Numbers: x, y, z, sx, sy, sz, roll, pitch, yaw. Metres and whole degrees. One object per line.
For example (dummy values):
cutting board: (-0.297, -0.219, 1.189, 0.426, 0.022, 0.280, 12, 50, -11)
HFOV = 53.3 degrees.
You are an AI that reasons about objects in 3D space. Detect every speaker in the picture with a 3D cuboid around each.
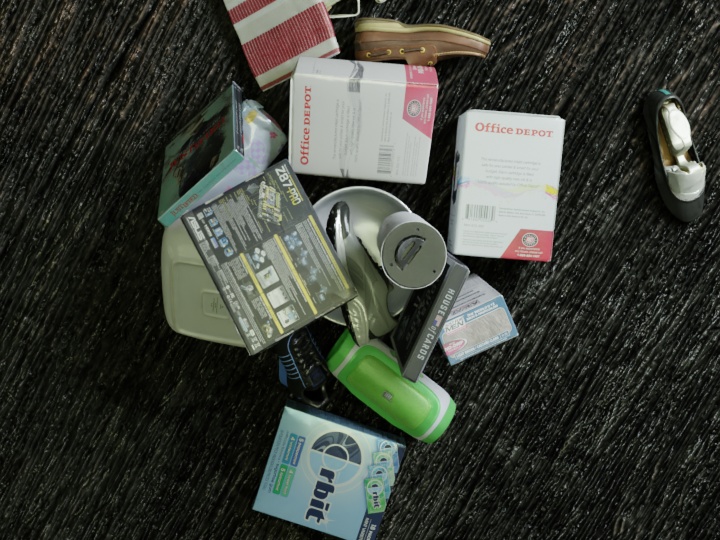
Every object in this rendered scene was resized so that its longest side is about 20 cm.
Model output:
speaker: (0.061, -0.031, 0.926, 0.079, 0.200, 0.083, 0, 97, 0)
speaker: (0.045, 0.170, 1.075, 0.199, 0.088, 0.089, 38, 95, -5)

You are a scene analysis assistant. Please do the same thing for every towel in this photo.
towel: (-0.121, -0.376, 1.012, 0.142, 0.023, 0.203, -18, 98, 26)

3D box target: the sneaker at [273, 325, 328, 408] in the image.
sneaker: (-0.083, 0.118, 1.023, 0.077, 0.202, 0.070, 33, 59, 32)

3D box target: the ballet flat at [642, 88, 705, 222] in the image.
ballet flat: (0.462, -0.165, 1.048, 0.067, 0.068, 0.203, -22, 97, 1)

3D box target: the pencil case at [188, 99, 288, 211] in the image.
pencil case: (-0.194, -0.148, 1.032, 0.200, 0.083, 0.090, -48, 128, 4)

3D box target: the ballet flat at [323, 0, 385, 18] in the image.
ballet flat: (0.004, -0.401, 1.021, 0.196, 0.068, 0.063, -15, 107, 11)

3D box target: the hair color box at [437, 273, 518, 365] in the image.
hair color box: (0.144, 0.063, 1.005, 0.099, 0.200, 0.061, -25, 97, 3)

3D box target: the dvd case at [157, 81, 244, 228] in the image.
dvd case: (-0.215, -0.162, 0.969, 0.145, 0.202, 0.022, -37, 125, 18)

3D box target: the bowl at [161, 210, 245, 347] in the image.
bowl: (-0.193, 0.027, 1.014, 0.196, 0.075, 0.203, 11, 124, 2)

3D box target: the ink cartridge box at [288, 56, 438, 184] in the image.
ink cartridge box: (0.002, -0.211, 1.004, 0.196, 0.083, 0.149, 5, 124, -1)

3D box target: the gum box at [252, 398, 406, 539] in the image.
gum box: (-0.048, 0.314, 1.111, 0.196, 0.045, 0.173, 18, 96, -2)

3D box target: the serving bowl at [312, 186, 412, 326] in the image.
serving bowl: (-0.002, -0.022, 1.060, 0.196, 0.066, 0.205, 0, 96, -1)

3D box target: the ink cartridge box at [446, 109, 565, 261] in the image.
ink cartridge box: (0.208, -0.122, 1.042, 0.143, 0.083, 0.204, 5, 97, -1)

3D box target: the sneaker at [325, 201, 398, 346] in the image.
sneaker: (0.000, 0.000, 1.001, 0.078, 0.074, 0.204, -17, 103, -8)

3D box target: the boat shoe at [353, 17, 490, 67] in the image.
boat shoe: (0.085, -0.317, 1.027, 0.196, 0.072, 0.069, 7, 102, 5)

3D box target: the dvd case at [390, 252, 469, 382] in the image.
dvd case: (0.085, 0.048, 0.936, 0.024, 0.200, 0.153, 24, 96, -4)

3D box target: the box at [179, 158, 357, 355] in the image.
box: (-0.117, -0.017, 0.927, 0.159, 0.049, 0.202, -29, 87, -2)
